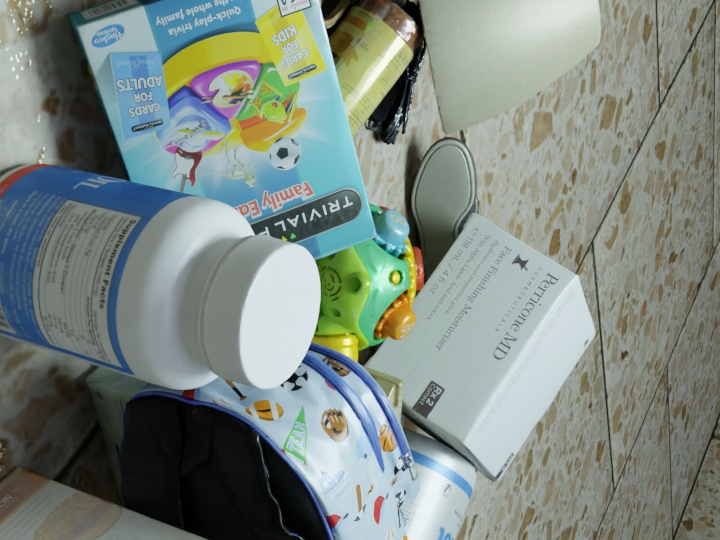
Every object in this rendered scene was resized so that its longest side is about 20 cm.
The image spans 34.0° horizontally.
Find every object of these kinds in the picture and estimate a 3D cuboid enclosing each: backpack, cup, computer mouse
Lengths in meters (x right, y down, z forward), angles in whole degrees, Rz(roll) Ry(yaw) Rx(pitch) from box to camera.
[{"bbox_3d":[-0.058,0.128,0.763,0.154,0.199,0.191,-58,141,-38],"label":"backpack"},{"bbox_3d":[0.123,-0.226,0.989,0.200,0.142,0.202,-9,90,-83],"label":"cup"},{"bbox_3d":[0.015,-0.184,1.040,0.200,0.052,0.140,-2,103,-62],"label":"computer mouse"}]

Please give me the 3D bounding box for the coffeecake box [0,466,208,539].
[{"bbox_3d":[-0.174,0.215,0.693,0.154,0.199,0.074,-45,139,-45],"label":"coffeecake box"}]

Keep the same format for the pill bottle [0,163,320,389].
[{"bbox_3d":[-0.127,0.006,0.692,0.112,0.199,0.113,-36,132,-52],"label":"pill bottle"}]

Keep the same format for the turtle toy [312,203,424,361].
[{"bbox_3d":[0.000,0.000,1.006,0.200,0.100,0.147,-131,-144,-82],"label":"turtle toy"}]

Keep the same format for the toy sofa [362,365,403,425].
[{"bbox_3d":[-0.042,0.168,1.053,0.200,0.082,0.098,-37,136,-52],"label":"toy sofa"}]

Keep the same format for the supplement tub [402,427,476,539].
[{"bbox_3d":[0.025,0.268,1.172,0.201,0.131,0.132,-67,151,-20],"label":"supplement tub"}]

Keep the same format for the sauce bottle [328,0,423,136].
[{"bbox_3d":[-0.031,-0.122,0.921,0.201,0.066,0.066,-53,149,-5],"label":"sauce bottle"}]

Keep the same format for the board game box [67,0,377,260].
[{"bbox_3d":[-0.085,-0.091,0.772,0.150,0.047,0.201,-21,117,-12],"label":"board game box"}]

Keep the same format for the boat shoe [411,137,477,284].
[{"bbox_3d":[0.089,-0.059,1.235,0.057,0.066,0.201,-73,165,-53],"label":"boat shoe"}]

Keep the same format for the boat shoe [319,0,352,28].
[{"bbox_3d":[-0.012,-0.251,0.936,0.201,0.073,0.076,-58,147,-32],"label":"boat shoe"}]

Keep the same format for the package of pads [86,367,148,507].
[{"bbox_3d":[-0.112,0.093,0.902,0.200,0.068,0.156,-47,140,-44],"label":"package of pads"}]

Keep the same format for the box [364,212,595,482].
[{"bbox_3d":[0.128,0.084,1.199,0.200,0.130,0.200,-55,155,-8],"label":"box"}]
